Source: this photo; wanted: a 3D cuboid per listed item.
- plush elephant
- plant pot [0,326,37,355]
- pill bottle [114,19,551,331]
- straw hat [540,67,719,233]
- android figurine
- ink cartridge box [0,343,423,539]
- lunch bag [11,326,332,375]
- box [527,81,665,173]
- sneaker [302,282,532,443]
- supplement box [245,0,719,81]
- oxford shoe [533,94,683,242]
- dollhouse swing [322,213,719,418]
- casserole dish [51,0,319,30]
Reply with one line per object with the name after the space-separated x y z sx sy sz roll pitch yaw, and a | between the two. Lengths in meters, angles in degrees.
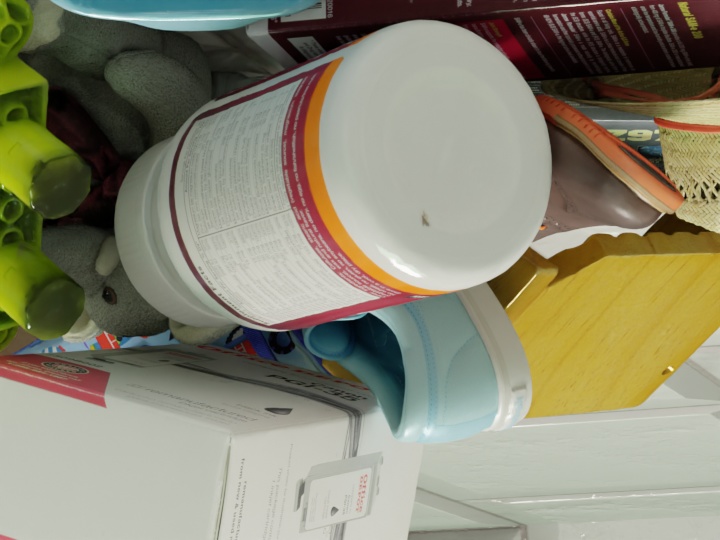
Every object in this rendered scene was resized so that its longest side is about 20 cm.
-0.127 -0.036 1.135 0.200 0.155 0.165 12 163 -40 | plush elephant
-0.137 0.015 1.352 0.200 0.201 0.175 7 148 -29 | plant pot
-0.019 -0.033 0.990 0.109 0.110 0.200 8 167 -33 | pill bottle
0.182 -0.055 1.044 0.201 0.085 0.201 -7 -167 2 | straw hat
-0.186 -0.054 1.046 0.041 0.182 0.200 -16 -144 -34 | android figurine
-0.077 0.090 1.098 0.146 0.083 0.200 13 -173 26 | ink cartridge box
-0.090 0.079 1.260 0.150 0.200 0.094 -29 -165 23 | lunch bag
0.107 -0.076 1.202 0.200 0.051 0.158 0 167 3 | box
0.000 0.000 1.111 0.082 0.200 0.074 -14 141 -32 | sneaker
0.061 -0.121 0.986 0.200 0.061 0.109 -3 168 15 | supplement box
0.075 -0.031 1.013 0.071 0.073 0.200 36 174 -19 | oxford shoe
0.074 -0.018 1.247 0.200 0.176 0.182 -1 141 -44 | dollhouse swing
-0.073 -0.149 0.875 0.121 0.039 0.200 0 159 3 | casserole dish
